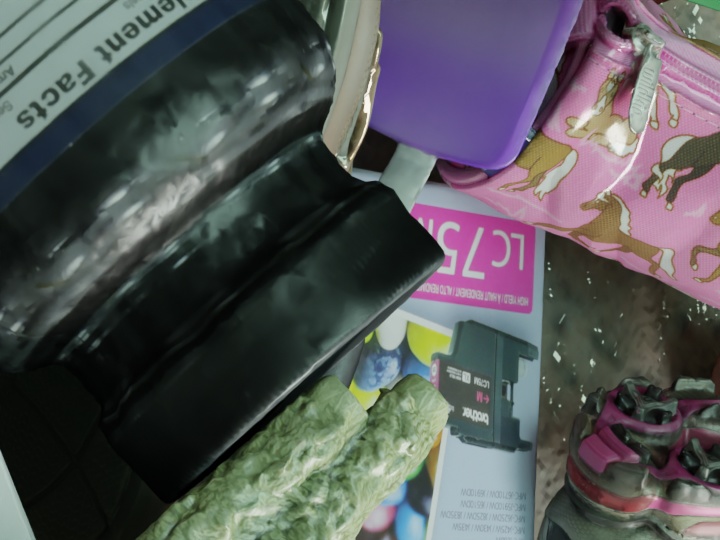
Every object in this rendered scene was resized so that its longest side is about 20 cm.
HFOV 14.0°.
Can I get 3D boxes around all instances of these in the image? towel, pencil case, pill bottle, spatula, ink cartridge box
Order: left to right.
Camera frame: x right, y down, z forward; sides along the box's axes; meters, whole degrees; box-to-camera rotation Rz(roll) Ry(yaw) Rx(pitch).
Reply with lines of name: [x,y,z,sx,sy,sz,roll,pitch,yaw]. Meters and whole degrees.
pill bottle: [-0.078,-0.049,0.660,0.200,0.112,0.112,49,51,2]
towel: [-0.066,0.102,0.674,0.200,0.148,0.036,-40,84,-17]
spatula: [0.000,0.000,0.785,0.021,0.056,0.200,63,49,-78]
ink cartridge box: [0.000,0.072,0.838,0.119,0.042,0.200,8,84,-44]
pencil case: [0.119,-0.023,0.860,0.200,0.087,0.083,26,108,-21]

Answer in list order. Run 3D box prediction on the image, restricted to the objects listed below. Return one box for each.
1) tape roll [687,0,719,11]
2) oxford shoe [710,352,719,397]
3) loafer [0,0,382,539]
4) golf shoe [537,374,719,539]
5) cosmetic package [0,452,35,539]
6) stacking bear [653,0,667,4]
tape roll: [0.022,-0.124,0.753,0.200,0.200,0.048,13,104,-44]
oxford shoe: [0.177,0.104,0.987,0.071,0.074,0.200,-41,116,-37]
loafer: [-0.040,-0.017,0.752,0.063,0.072,0.200,-9,125,-60]
golf shoe: [0.138,0.080,0.914,0.200,0.073,0.092,-1,120,-30]
cosmetic package: [-0.173,0.058,0.582,0.200,0.074,0.102,-24,109,-15]
stacking bear: [0.151,-0.142,0.882,0.121,0.200,0.114,-34,111,-41]
